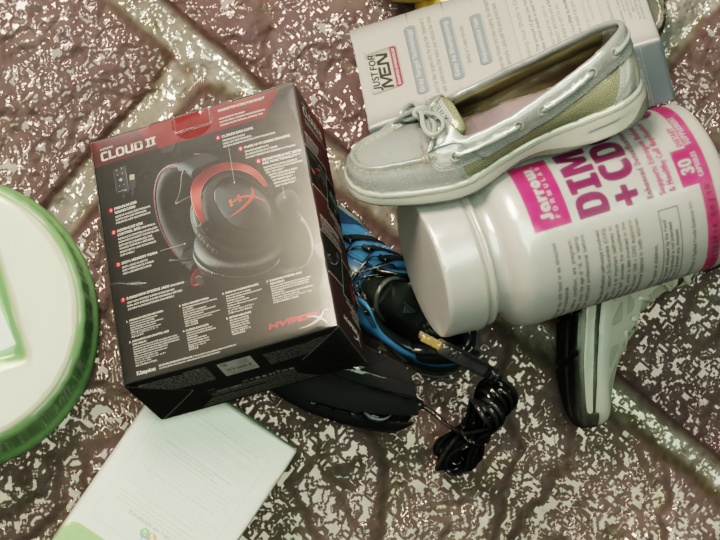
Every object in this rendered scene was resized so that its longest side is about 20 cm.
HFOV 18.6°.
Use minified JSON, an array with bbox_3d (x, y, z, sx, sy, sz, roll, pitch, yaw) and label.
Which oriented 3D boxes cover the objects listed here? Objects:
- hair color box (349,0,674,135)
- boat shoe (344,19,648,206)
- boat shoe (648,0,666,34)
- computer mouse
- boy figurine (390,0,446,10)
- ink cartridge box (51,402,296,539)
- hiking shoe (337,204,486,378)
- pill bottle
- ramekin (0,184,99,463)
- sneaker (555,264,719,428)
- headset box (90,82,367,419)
[{"bbox_3d":[0.100,-0.138,1.472,0.199,0.061,0.099,-16,47,6],"label":"hair color box"},{"bbox_3d":[0.082,-0.099,1.390,0.201,0.075,0.065,-18,124,2],"label":"boat shoe"},{"bbox_3d":[0.140,-0.139,1.545,0.201,0.061,0.072,-36,90,-10],"label":"boat shoe"},{"bbox_3d":[0.006,0.072,1.463,0.199,0.141,0.046,32,57,-4],"label":"computer mouse"},{"bbox_3d":[0.034,-0.234,1.521,0.124,0.064,0.201,-40,104,-47],"label":"boy figurine"},{"bbox_3d":[-0.141,0.175,1.473,0.104,0.059,0.201,34,80,-2],"label":"ink cartridge box"},{"bbox_3d":[0.000,0.000,1.498,0.199,0.087,0.075,30,81,-4],"label":"hiking shoe"},{"bbox_3d":[0.132,-0.030,1.438,0.199,0.113,0.114,-17,87,-13],"label":"pill bottle"},{"bbox_3d":[-0.271,0.032,1.449,0.199,0.098,0.201,1,84,-8],"label":"ramekin"},{"bbox_3d":[0.201,0.013,1.531,0.115,0.076,0.202,6,81,-6],"label":"sneaker"},{"bbox_3d":[-0.089,-0.022,1.443,0.148,0.075,0.201,-16,65,9],"label":"headset box"}]
